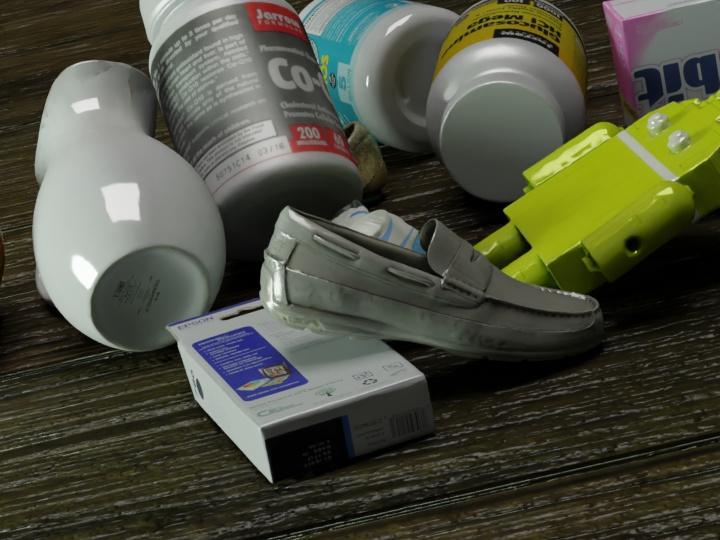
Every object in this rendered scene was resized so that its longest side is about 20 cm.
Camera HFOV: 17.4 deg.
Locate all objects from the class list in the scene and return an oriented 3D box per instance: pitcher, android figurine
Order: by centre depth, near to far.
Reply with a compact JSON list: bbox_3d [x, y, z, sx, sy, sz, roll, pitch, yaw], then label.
[{"bbox_3d":[0.156,-0.045,1.419,0.199,0.041,0.182,-34,19,4],"label":"android figurine"},{"bbox_3d":[-0.165,-0.017,1.534,0.120,0.172,0.200,8,31,-24],"label":"pitcher"}]

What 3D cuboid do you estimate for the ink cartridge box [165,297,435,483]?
[{"bbox_3d":[-0.038,0.061,1.338,0.099,0.039,0.200,-17,20,-14],"label":"ink cartridge box"}]

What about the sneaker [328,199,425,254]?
[{"bbox_3d":[0.000,0.000,1.469,0.072,0.073,0.200,-37,9,-6],"label":"sneaker"}]

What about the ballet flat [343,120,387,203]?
[{"bbox_3d":[-0.079,-0.061,1.674,0.199,0.071,0.071,-16,19,-11],"label":"ballet flat"}]

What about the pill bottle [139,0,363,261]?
[{"bbox_3d":[-0.079,-0.118,1.608,0.113,0.114,0.201,-15,61,-9],"label":"pill bottle"}]

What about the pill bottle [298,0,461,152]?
[{"bbox_3d":[0.010,-0.159,1.834,0.110,0.112,0.200,-20,19,-22],"label":"pill bottle"}]

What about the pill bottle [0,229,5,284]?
[{"bbox_3d":[-0.294,0.000,1.564,0.110,0.112,0.200,-12,18,0],"label":"pill bottle"}]

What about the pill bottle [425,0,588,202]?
[{"bbox_3d":[0.104,-0.119,1.650,0.112,0.113,0.200,-9,19,9],"label":"pill bottle"}]

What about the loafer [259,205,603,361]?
[{"bbox_3d":[0.044,0.007,1.317,0.198,0.070,0.070,8,12,-13],"label":"loafer"}]

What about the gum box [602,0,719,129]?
[{"bbox_3d":[0.277,-0.147,1.616,0.199,0.114,0.066,-13,19,-1],"label":"gum box"}]
